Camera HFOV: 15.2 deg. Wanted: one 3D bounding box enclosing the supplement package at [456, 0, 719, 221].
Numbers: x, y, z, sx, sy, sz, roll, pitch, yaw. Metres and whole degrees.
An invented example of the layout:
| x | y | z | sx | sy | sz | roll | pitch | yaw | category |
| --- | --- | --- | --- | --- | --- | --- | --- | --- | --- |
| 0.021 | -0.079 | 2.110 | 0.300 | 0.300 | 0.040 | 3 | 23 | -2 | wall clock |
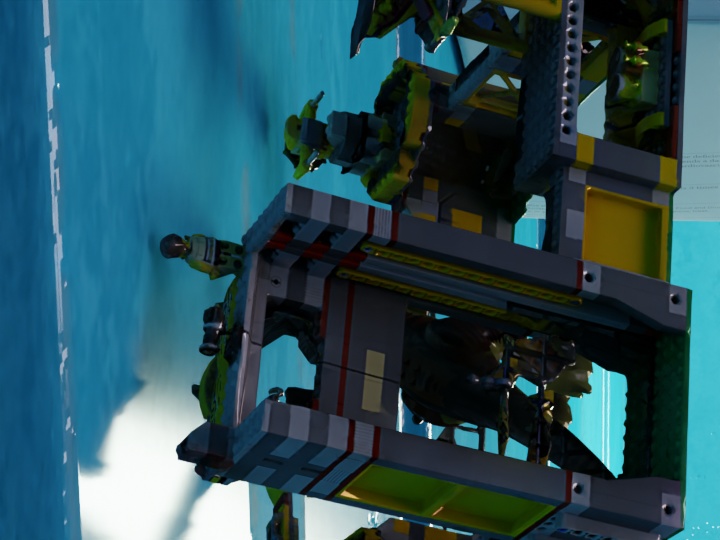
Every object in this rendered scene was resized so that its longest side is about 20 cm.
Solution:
| x | y | z | sx | sy | sz | roll | pitch | yaw | category |
| --- | --- | --- | --- | --- | --- | --- | --- | --- | --- |
| 0.109 | -0.112 | 1.157 | 0.200 | 0.116 | 0.118 | 71 | 22 | -67 | supplement package |

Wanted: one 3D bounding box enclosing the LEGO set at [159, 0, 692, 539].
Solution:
| x | y | z | sx | sy | sz | roll | pitch | yaw | category |
| --- | --- | --- | --- | --- | --- | --- | --- | --- | --- |
| 0.000 | 0.000 | 0.637 | 0.154 | 0.115 | 0.201 | 145 | -44 | -64 | LEGO set |
